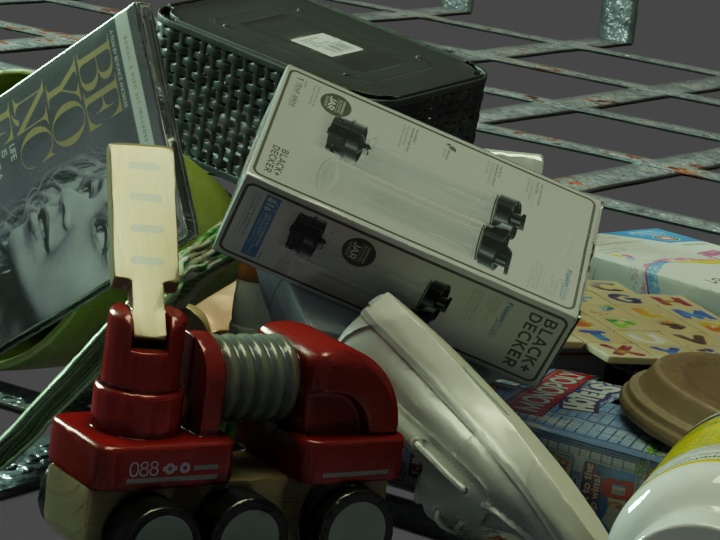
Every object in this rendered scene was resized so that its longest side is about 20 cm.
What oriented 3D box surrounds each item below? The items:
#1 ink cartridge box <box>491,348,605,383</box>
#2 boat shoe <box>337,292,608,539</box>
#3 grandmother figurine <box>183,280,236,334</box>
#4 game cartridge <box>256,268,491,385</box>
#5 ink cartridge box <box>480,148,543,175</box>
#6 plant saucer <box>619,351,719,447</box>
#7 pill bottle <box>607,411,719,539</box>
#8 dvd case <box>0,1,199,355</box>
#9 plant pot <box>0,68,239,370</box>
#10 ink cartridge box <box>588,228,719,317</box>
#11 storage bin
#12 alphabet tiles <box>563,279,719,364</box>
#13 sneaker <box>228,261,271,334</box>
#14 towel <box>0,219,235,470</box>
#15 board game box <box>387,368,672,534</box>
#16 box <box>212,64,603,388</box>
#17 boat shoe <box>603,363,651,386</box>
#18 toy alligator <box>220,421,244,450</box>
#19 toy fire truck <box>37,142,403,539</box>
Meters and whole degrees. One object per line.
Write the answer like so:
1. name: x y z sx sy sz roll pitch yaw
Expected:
1. ink cartridge box: 0.082 0.047 1.824 0.116 0.067 0.200 1 13 -26
2. boat shoe: 0.055 0.101 1.481 0.200 0.069 0.072 47 6 13
3. grandmother figurine: -0.038 0.018 1.769 0.061 0.121 0.200 -24 10 43
4. game cartridge: 0.004 -0.014 1.613 0.133 0.040 0.200 17 39 -18
5. ink cartridge box: 0.023 -0.034 2.001 0.200 0.083 0.145 6 -18 0
6. plant saucer: 0.244 0.087 1.569 0.200 0.029 0.200 14 12 -3
7. pill bottle: 0.181 0.138 1.355 0.112 0.112 0.200 10 13 15
8. dvd case: -0.178 -0.050 1.653 0.016 0.149 0.200 8 -28 -46
9. plant pot: -0.163 -0.018 1.788 0.187 0.187 0.200 17 3 39
10. ink cartridge box: 0.238 0.034 1.933 0.200 0.085 0.145 19 16 39
11. storage bin: -0.032 -0.111 1.853 0.200 0.094 0.135 23 25 32
12. alphabet tiles: 0.159 0.031 1.765 0.166 0.006 0.200 2 13 -21
13. sneaker: 0.000 0.000 1.687 0.073 0.085 0.200 9 11 35
14. towel: -0.134 0.041 1.577 0.023 0.153 0.200 44 12 -1
15. board game box: 0.106 0.098 1.616 0.200 0.062 0.200 11 13 16
16. box: 0.029 -0.025 1.563 0.200 0.060 0.117 22 38 -5
17. boat shoe: 0.206 0.074 1.772 0.070 0.066 0.200 3 13 -18
18. toy alligator: -0.083 0.080 1.608 0.059 0.054 0.200 10 12 34
19. toy fire truck: -0.073 0.045 1.428 0.176 0.200 0.129 -1 15 -32
